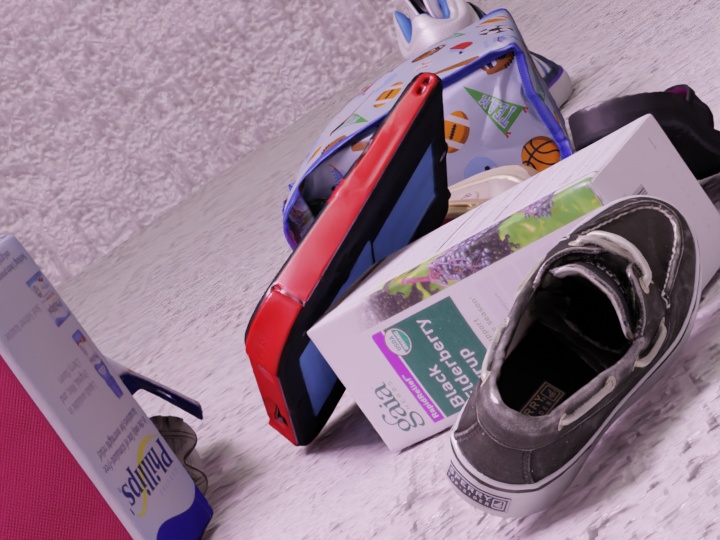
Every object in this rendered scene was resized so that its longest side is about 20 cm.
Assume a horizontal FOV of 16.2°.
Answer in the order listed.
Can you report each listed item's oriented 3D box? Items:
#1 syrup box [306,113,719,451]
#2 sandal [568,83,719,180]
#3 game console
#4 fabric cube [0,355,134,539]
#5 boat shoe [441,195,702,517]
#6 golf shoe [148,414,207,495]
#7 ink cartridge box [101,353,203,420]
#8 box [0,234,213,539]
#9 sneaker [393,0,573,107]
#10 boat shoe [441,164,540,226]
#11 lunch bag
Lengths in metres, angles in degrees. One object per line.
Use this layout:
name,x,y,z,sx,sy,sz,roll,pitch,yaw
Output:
syrup box,0.076,0.009,1.243,0.200,0.079,0.081,-29,11,39
sandal,0.153,-0.076,1.316,0.075,0.048,0.200,-12,-11,12
game console,0.000,0.000,1.377,0.177,0.031,0.200,-55,-12,-14
fabric cube,-0.198,0.165,1.048,0.200,0.200,0.196,-39,10,-24
boat shoe,0.099,0.021,1.063,0.200,0.071,0.064,-54,-14,-45
golf shoe,-0.193,0.133,1.502,0.199,0.079,0.097,-1,-12,-13
ink cartridge box,-0.191,0.052,1.519,0.047,0.200,0.198,-58,-1,-6
box,-0.215,0.117,1.375,0.184,0.200,0.105,-33,7,15
sneaker,0.091,-0.173,1.982,0.080,0.147,0.200,-32,9,20
boat shoe,0.029,-0.006,1.542,0.200,0.074,0.069,-28,5,40
lunch bag,0.040,-0.077,1.739,0.199,0.124,0.170,-27,10,6
